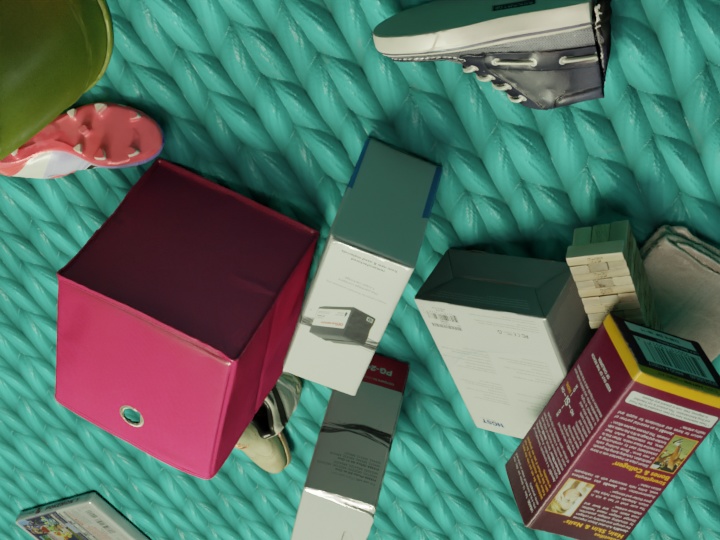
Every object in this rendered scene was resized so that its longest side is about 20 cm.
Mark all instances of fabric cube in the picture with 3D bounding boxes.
[{"bbox_3d":[-0.178,0.050,1.131,0.194,0.201,0.201,26,137,7],"label":"fabric cube"}]

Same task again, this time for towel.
[{"bbox_3d":[0.301,0.046,1.100,0.131,0.035,0.201,28,134,-6],"label":"towel"}]

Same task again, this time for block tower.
[{"bbox_3d":[0.249,0.042,1.052,0.053,0.058,0.201,-8,130,25],"label":"block tower"}]

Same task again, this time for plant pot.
[{"bbox_3d":[-0.349,-0.180,0.986,0.197,0.194,0.202,9,136,9],"label":"plant pot"}]

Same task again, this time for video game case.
[{"bbox_3d":[-0.406,0.422,1.713,0.181,0.023,0.200,-20,125,33],"label":"video game case"}]

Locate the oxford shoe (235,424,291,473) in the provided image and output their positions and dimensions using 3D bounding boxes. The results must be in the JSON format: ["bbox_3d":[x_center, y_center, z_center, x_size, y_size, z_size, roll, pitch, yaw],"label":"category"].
[{"bbox_3d":[-0.160,0.197,1.373,0.070,0.074,0.200,-20,124,33],"label":"oxford shoe"}]

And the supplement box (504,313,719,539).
[{"bbox_3d":[0.234,0.153,1.030,0.109,0.086,0.201,17,120,-21],"label":"supplement box"}]

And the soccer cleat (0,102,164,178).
[{"bbox_3d":[-0.286,-0.126,1.122,0.197,0.068,0.076,-4,168,12],"label":"soccer cleat"}]

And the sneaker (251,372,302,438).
[{"bbox_3d":[-0.159,0.119,1.288,0.199,0.088,0.076,33,136,-12],"label":"sneaker"}]

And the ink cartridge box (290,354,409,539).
[{"bbox_3d":[-0.012,0.213,1.248,0.082,0.201,0.146,16,136,2],"label":"ink cartridge box"}]

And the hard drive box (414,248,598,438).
[{"bbox_3d":[0.164,0.083,1.118,0.154,0.077,0.201,9,138,39],"label":"hard drive box"}]

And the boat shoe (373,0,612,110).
[{"bbox_3d":[0.112,-0.174,0.918,0.197,0.075,0.094,-3,124,20],"label":"boat shoe"}]

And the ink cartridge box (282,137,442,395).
[{"bbox_3d":[0.000,0.000,1.076,0.083,0.146,0.201,20,136,-3],"label":"ink cartridge box"}]
